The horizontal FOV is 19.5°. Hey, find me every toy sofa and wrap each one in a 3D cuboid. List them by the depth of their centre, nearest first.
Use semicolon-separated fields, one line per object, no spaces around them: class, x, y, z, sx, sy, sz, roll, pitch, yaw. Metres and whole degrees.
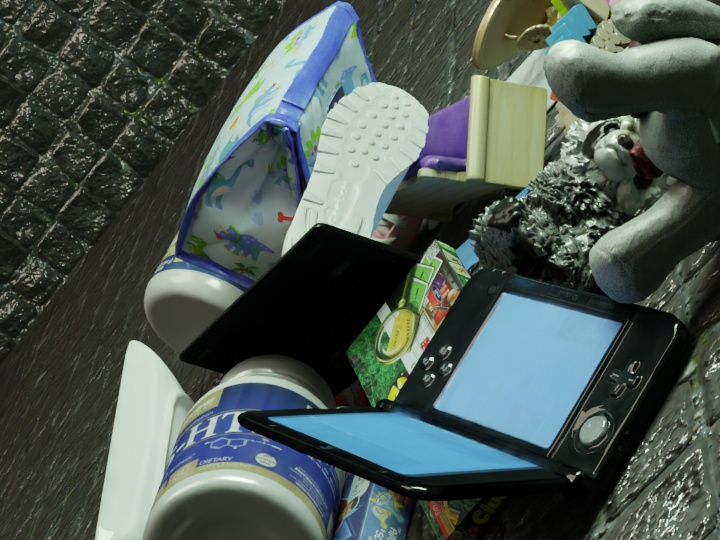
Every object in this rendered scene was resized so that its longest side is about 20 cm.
toy sofa;0.066;-0.096;1.674;0.200;0.097;0.084;161;115;-70

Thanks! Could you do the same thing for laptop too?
laptop;0.000;0.000;1.501;0.187;0.199;0.117;-42;41;42

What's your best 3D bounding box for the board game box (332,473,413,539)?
board game box;-0.016;0.186;1.444;0.135;0.034;0.201;-45;16;34

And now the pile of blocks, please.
pile of blocks;0.164;-0.172;1.601;0.062;0.082;0.201;-42;19;42

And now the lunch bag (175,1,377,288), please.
lunch bag;-0.060;-0.105;1.755;0.201;0.127;0.171;110;-177;-46

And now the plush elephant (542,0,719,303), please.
plush elephant;0.189;-0.112;1.210;0.199;0.165;0.155;-25;30;0

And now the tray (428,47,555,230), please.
tray;0.119;-0.129;1.789;0.200;0.022;0.108;-46;14;32

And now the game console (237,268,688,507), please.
game console;0.056;0.060;1.203;0.200;0.116;0.177;16;70;55

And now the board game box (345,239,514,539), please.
board game box;0.056;0.076;1.333;0.105;0.023;0.200;-54;35;19

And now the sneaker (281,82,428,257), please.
sneaker;-0.011;-0.059;1.590;0.201;0.076;0.081;-60;-4;-35

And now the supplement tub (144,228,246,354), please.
supplement tub;-0.109;-0.014;2.039;0.144;0.144;0.201;-35;23;55

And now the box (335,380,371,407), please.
box;-0.030;0.075;1.633;0.095;0.099;0.201;-42;17;43

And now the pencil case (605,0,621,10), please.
pencil case;0.250;-0.238;1.459;0.200;0.087;0.088;-36;23;57

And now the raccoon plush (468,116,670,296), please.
raccoon plush;0.133;-0.040;1.383;0.134;0.097;0.200;-51;11;-22

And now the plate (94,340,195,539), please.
plate;-0.119;0.179;1.482;0.032;0.200;0.200;-15;42;18

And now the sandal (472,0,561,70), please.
sandal;0.177;-0.223;1.729;0.212;0.069;0.078;-43;-34;-39

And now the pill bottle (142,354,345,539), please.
pill bottle;-0.071;0.141;1.404;0.120;0.119;0.200;-49;12;23

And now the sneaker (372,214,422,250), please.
sneaker;-0.005;-0.004;1.794;0.201;0.075;0.105;-58;7;19
